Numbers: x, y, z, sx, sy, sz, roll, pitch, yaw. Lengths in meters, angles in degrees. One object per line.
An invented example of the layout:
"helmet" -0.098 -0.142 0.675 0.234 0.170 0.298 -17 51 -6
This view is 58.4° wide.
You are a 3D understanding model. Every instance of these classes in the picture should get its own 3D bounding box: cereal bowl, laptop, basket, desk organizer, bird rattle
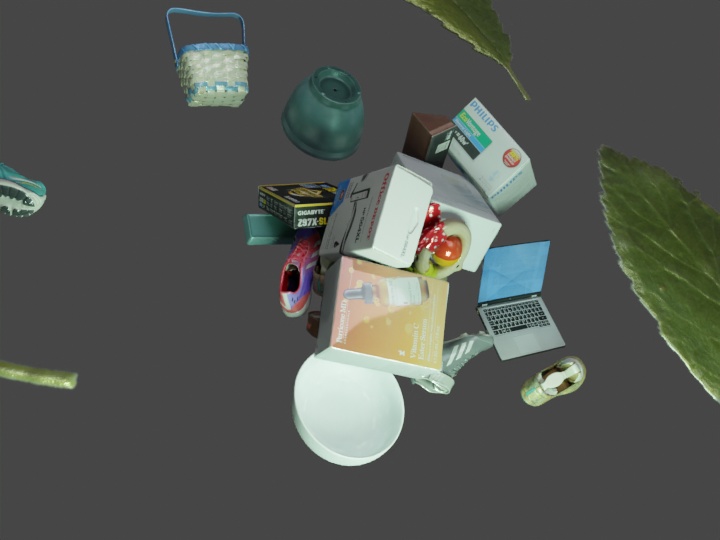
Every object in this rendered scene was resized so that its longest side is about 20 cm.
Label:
"cereal bowl" -0.029 0.234 1.092 0.194 0.084 0.205 12 53 -16
"laptop" 0.349 0.061 1.359 0.182 0.117 0.204 -7 60 -27
"basket" -0.328 -0.465 1.401 0.172 0.138 0.207 -6 89 -27
"desk organizer" 0.143 -0.266 1.439 0.070 0.202 0.078 -26 66 -23
"bird rattle" 0.142 -0.043 1.232 0.160 0.205 0.112 -17 35 -29

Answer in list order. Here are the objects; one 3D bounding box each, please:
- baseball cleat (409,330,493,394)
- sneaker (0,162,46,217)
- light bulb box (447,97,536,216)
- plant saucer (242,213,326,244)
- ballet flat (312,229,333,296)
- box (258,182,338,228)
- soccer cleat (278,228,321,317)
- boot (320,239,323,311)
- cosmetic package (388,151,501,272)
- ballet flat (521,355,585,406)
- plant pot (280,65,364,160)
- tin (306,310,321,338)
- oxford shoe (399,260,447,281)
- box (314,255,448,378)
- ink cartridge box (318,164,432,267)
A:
"baseball cleat" 0.178 0.180 1.242 0.194 0.070 0.109 -9 66 -17
"sneaker" -0.647 -0.153 1.114 0.195 0.079 0.081 22 31 -14
"light bulb box" 0.294 -0.255 1.487 0.200 0.124 0.199 53 11 18
"plant saucer" -0.140 -0.086 1.312 0.194 0.019 0.072 -1 58 -25
"ballet flat" -0.046 -0.045 1.226 0.066 0.068 0.204 3 52 13
"box" -0.097 -0.132 1.270 0.155 0.051 0.199 -5 19 -28
"soccer cleat" -0.115 -0.014 1.221 0.066 0.074 0.205 1 56 12
"boot" 0.000 0.000 1.265 0.193 0.070 0.178 0 54 -4
"cosmetic package" 0.157 -0.126 1.347 0.194 0.125 0.202 15 29 -23
"ballet flat" 0.408 0.216 1.309 0.196 0.071 0.072 -18 65 -33
"plant pot" -0.071 -0.373 1.467 0.194 0.135 0.205 12 53 -16
"tin" -0.004 0.112 1.177 0.194 0.112 0.043 11 91 -16
"oxford shoe" 0.098 -0.019 1.331 0.195 0.075 0.072 19 51 -10
"box" 0.035 0.082 1.078 0.194 0.106 0.157 13 72 -16
"ink cartridge box" 0.022 -0.085 1.104 0.083 0.198 0.150 22 77 -27
